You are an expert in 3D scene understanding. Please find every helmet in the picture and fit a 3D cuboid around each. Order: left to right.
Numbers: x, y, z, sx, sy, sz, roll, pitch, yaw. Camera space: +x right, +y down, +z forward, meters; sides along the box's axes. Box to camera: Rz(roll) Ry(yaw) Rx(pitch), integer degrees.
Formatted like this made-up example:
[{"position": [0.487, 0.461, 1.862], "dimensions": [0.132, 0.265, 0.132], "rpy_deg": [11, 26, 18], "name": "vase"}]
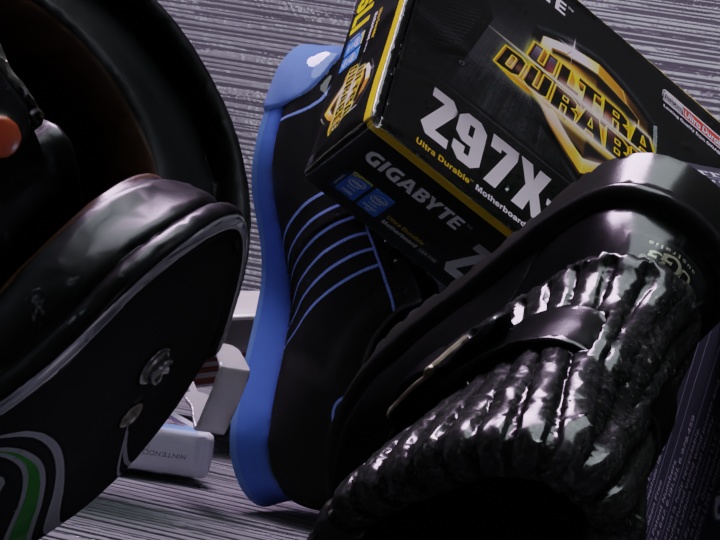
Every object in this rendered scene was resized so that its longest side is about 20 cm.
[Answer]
[{"position": [-0.124, -0.012, 0.542], "dimensions": [0.200, 0.200, 0.191], "rpy_deg": [10, -9, -4], "name": "helmet"}]

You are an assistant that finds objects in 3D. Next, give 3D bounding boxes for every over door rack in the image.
[{"position": [-0.148, 0.025, 0.924], "dimensions": [0.148, 0.067, 0.200], "rpy_deg": [8, 14, -22], "name": "over door rack"}]

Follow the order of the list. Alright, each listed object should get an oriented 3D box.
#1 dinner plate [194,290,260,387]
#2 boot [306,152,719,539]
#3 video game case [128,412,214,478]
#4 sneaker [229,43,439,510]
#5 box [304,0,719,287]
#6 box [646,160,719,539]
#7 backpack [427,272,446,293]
[{"position": [-0.085, 0.037, 1.153], "dimensions": [0.200, 0.024, 0.200], "rpy_deg": [-7, -13, -2], "name": "dinner plate"}, {"position": [0.029, 0.068, 0.678], "dimensions": [0.079, 0.211, 0.158], "rpy_deg": [33, 43, -3], "name": "boot"}, {"position": [-0.175, 0.059, 1.003], "dimensions": [0.182, 0.023, 0.200], "rpy_deg": [10, 0, -17], "name": "video game case"}, {"position": [0.000, 0.000, 0.905], "dimensions": [0.078, 0.200, 0.070], "rpy_deg": [-4, -17, 27], "name": "sneaker"}, {"position": [0.078, -0.045, 0.928], "dimensions": [0.200, 0.160, 0.049], "rpy_deg": [37, -47, -20], "name": "box"}, {"position": [0.171, 0.052, 0.759], "dimensions": [0.148, 0.107, 0.200], "rpy_deg": [10, 20, -10], "name": "box"}, {"position": [0.049, 0.023, 1.026], "dimensions": [0.153, 0.176, 0.200], "rpy_deg": [-6, -7, 20], "name": "backpack"}]
